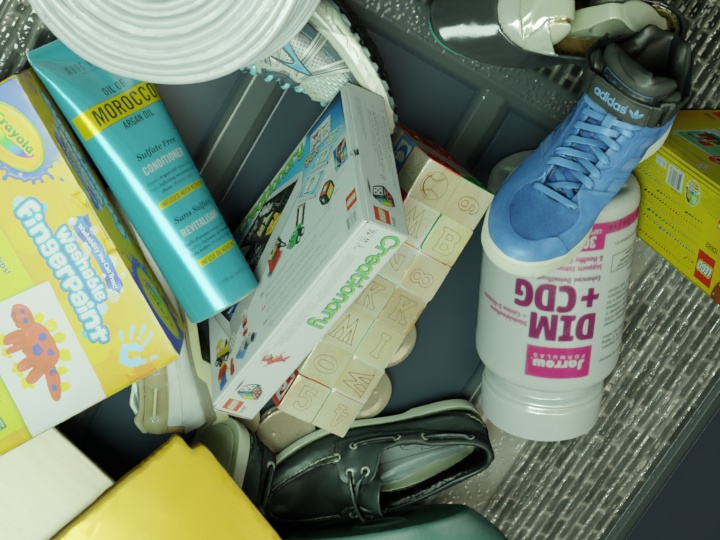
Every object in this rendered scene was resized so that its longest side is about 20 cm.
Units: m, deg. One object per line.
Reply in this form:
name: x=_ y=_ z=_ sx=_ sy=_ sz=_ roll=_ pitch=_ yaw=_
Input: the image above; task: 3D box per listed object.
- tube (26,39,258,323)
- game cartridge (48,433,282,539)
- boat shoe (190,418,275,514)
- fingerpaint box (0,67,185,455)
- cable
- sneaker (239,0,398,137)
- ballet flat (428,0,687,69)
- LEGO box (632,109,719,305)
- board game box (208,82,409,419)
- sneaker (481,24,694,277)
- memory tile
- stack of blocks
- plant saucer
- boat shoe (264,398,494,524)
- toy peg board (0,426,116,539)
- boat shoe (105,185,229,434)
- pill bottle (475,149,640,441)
tube: x=-0.135 y=-0.064 z=0.889 sx=0.077 sy=0.050 sz=0.201 roll=-37 pitch=101 yaw=-46
game cartridge: x=-0.138 y=0.236 z=0.934 sx=0.200 sy=0.032 sz=0.177 roll=-39 pitch=94 yaw=-12
boat shoe: x=-0.106 y=0.213 z=1.017 sx=0.066 sy=0.074 sz=0.201 roll=32 pitch=60 yaw=-46
fingerpaint box: x=-0.231 y=0.000 z=0.874 sx=0.166 sy=0.073 sz=0.201 roll=-29 pitch=103 yaw=3
cable: x=-0.112 y=-0.209 z=0.814 sx=0.199 sy=0.069 sz=0.201 roll=26 pitch=112 yaw=1
sneaker: x=-0.049 y=-0.157 z=0.917 sx=0.086 sy=0.078 sz=0.200 roll=-34 pitch=117 yaw=12
ballet flat: x=0.147 y=-0.176 z=0.972 sx=0.198 sy=0.073 sz=0.074 roll=5 pitch=114 yaw=-25
LEGO box: x=0.286 y=-0.050 z=1.018 sx=0.148 sy=0.200 sz=0.078 roll=-2 pitch=117 yaw=-19
board game box: x=-0.042 y=-0.010 z=0.913 sx=0.034 sy=0.127 sz=0.200 roll=18 pitch=132 yaw=-27
sneaker: x=0.154 y=-0.089 z=0.922 sx=0.200 sy=0.077 sz=0.112 roll=-41 pitch=157 yaw=-29
memory tile: x=-0.051 y=0.103 z=1.076 sx=0.152 sy=0.017 sz=0.201 roll=15 pitch=109 yaw=-27
stack of blocks: x=0.000 y=0.000 z=0.976 sx=0.058 sy=0.115 sz=0.201 roll=26 pitch=101 yaw=-26
plant saucer: x=0.017 y=0.212 z=1.076 sx=0.198 sy=0.200 sz=0.036 roll=-8 pitch=86 yaw=-17
boat shoe: x=0.014 y=0.162 z=1.082 sx=0.198 sy=0.066 sz=0.075 roll=-13 pitch=121 yaw=-15
toy peg board: x=-0.269 y=0.195 z=0.974 sx=0.200 sy=0.098 sz=0.199 roll=43 pitch=81 yaw=-6
boat shoe: x=-0.150 y=0.031 z=0.964 sx=0.068 sy=0.075 sz=0.201 roll=-18 pitch=115 yaw=-6
pill bottle: x=0.146 y=0.020 z=1.050 sx=0.112 sy=0.113 sz=0.201 roll=-8 pitch=119 yaw=-17
